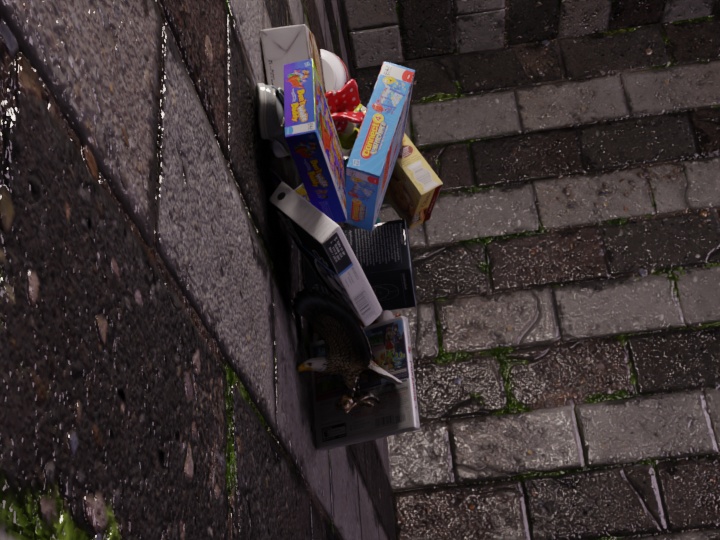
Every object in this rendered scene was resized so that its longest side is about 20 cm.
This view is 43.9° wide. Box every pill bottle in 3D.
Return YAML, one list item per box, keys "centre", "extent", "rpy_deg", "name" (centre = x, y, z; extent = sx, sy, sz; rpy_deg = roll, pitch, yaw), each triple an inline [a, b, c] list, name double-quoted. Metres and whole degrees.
- centre: [-0.082, -0.368, 1.722]
  extent: [0.200, 0.110, 0.116]
  rpy_deg: [-74, 157, -78]
  name: "pill bottle"

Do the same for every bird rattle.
- centre: [-0.054, -0.235, 1.538]
  extent: [0.114, 0.161, 0.200]
  rpy_deg: [62, 5, -1]
  name: "bird rattle"

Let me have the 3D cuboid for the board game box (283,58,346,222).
- centre: [-0.064, -0.182, 1.293]
  extent: [0.201, 0.044, 0.137]
  rpy_deg: [70, 14, -56]
  name: "board game box"

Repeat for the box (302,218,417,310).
- centre: [0.000, 0.000, 1.654]
  extent: [0.149, 0.195, 0.109]
  rpy_deg: [77, 7, -59]
  name: "box"

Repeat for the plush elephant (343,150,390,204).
- centre: [-0.046, -0.182, 1.753]
  extent: [0.154, 0.197, 0.168]
  rpy_deg: [14, 54, -61]
  name: "plush elephant"

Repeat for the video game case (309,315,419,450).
- centre: [0.003, 0.189, 1.482]
  extent: [0.023, 0.197, 0.187]
  rpy_deg: [22, 56, -51]
  name: "video game case"

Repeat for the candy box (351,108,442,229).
- centre: [0.063, -0.190, 1.630]
  extent: [0.202, 0.055, 0.116]
  rpy_deg: [56, -24, 20]
  name: "candy box"

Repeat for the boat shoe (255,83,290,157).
- centre: [-0.115, -0.223, 1.328]
  extent: [0.202, 0.063, 0.076]
  rpy_deg: [66, 17, -74]
  name: "boat shoe"

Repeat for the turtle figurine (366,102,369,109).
- centre: [-0.080, -0.345, 2.004]
  extent: [0.145, 0.199, 0.194]
  rpy_deg: [52, 1, -34]
  name: "turtle figurine"

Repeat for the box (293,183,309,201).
- centre: [-0.078, -0.121, 1.546]
  extent: [0.071, 0.064, 0.200]
  rpy_deg: [54, 7, -5]
  name: "box"

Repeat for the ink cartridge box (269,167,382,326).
- centre: [-0.064, -0.035, 1.347]
  extent: [0.200, 0.043, 0.200]
  rpy_deg: [42, -14, 43]
  name: "ink cartridge box"

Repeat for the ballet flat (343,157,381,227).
- centre: [-0.009, -0.119, 1.687]
  extent: [0.068, 0.069, 0.203]
  rpy_deg: [-83, 155, -57]
  name: "ballet flat"

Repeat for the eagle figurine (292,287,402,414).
- centre: [-0.035, 0.120, 1.407]
  extent: [0.149, 0.150, 0.205]
  rpy_deg: [-5, 83, -50]
  name: "eagle figurine"

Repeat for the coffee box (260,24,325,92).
- centre: [-0.109, -0.338, 1.506]
  extent: [0.200, 0.078, 0.117]
  rpy_deg: [-68, 151, -82]
  name: "coffee box"

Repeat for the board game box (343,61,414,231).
- centre: [0.028, -0.198, 1.459]
  extent: [0.201, 0.055, 0.200]
  rpy_deg: [97, 11, -68]
  name: "board game box"

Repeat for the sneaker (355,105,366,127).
- centre: [-0.028, -0.239, 1.858]
  extent: [0.074, 0.083, 0.205]
  rpy_deg: [12, -70, 50]
  name: "sneaker"

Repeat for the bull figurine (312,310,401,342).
- centre: [-0.008, 0.112, 1.577]
  extent: [0.064, 0.197, 0.125]
  rpy_deg: [-15, 114, -48]
  name: "bull figurine"
